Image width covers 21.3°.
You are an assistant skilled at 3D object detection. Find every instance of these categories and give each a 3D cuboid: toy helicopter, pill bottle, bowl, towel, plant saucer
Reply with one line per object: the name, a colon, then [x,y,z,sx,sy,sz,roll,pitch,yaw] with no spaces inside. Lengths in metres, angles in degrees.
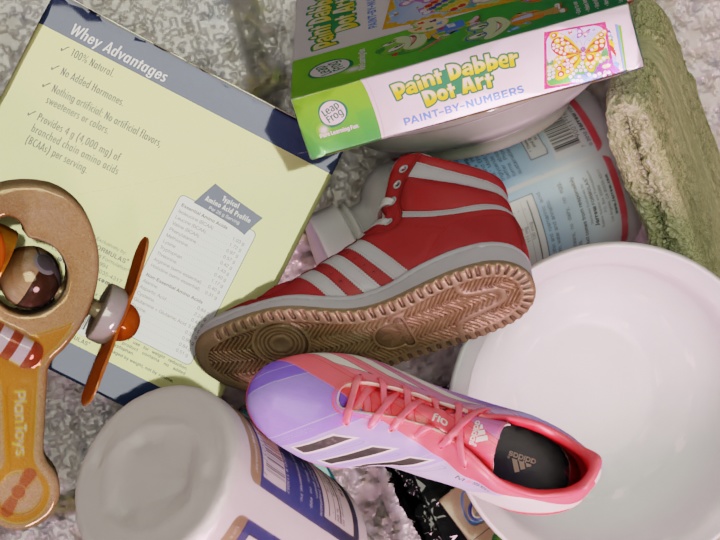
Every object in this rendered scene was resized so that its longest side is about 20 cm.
toy helicopter: [-0.184,0.048,1.083,0.132,0.079,0.200,-2,101,-16]
pill bottle: [0.071,-0.034,1.224,0.200,0.109,0.109,-22,91,-7]
bowl: [0.145,0.078,1.159,0.201,0.090,0.201,-1,97,-6]
towel: [0.198,-0.057,1.204,0.036,0.148,0.200,-12,121,22]
plant saucer: [0.074,-0.112,1.193,0.200,0.200,0.050,-23,111,-8]
pill bottle: [-0.065,0.153,1.108,0.111,0.111,0.200,-55,139,-6]

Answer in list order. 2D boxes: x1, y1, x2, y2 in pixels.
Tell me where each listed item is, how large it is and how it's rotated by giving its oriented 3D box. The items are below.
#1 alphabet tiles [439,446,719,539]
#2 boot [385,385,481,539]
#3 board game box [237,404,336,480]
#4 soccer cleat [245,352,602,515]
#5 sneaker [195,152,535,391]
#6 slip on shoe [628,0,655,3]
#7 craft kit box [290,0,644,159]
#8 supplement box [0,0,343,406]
alphabet tiles: [0.178,0.151,1.210,0.200,0.008,0.167,-37,85,-8]
boot: [0.117,0.150,1.242,0.162,0.073,0.198,-24,84,-10]
board game box: [-0.067,0.197,1.229,0.151,0.047,0.200,-29,92,-8]
soccer cleat: [0.037,0.087,1.056,0.200,0.076,0.067,19,72,-13]
sneaker: [0.000,0.000,1.115,0.200,0.113,0.071,-15,132,10]
slip on shoe: [0.111,-0.212,1.260,0.200,0.061,0.074,12,85,-8]
craft kit box: [0.058,-0.145,1.150,0.197,0.200,0.049,-18,114,7]
supplement box: [-0.145,-0.030,1.181,0.200,0.134,0.200,27,85,-7]
